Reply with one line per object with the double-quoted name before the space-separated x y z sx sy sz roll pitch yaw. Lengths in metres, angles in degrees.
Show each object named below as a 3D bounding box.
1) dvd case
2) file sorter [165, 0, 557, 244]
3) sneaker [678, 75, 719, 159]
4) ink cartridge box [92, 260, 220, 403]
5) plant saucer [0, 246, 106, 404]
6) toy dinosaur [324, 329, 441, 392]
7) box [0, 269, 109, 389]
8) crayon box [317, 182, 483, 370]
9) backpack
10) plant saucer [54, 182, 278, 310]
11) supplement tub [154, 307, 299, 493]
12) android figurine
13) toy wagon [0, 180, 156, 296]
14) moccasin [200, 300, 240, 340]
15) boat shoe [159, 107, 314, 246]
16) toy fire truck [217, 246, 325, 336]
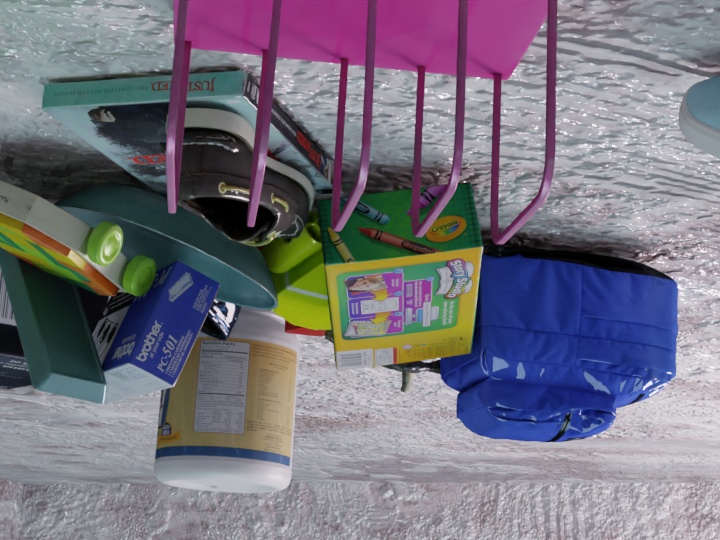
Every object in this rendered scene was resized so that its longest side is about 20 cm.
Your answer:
"dvd case" -0.110 -0.090 0.950 0.145 0.022 0.200 -1 166 16
"file sorter" -0.004 -0.091 0.717 0.199 0.126 0.139 5 166 -6
"sneaker" 0.277 -0.106 0.754 0.199 0.074 0.082 3 136 22
"ink cartridge box" -0.186 0.056 1.143 0.044 0.094 0.200 30 159 -19
"plant saucer" -0.260 0.023 1.124 0.070 0.200 0.019 19 124 -44
"toy dinosaur" 0.039 0.077 1.298 0.088 0.048 0.200 -3 157 27
"box" -0.376 0.039 1.310 0.196 0.118 0.200 15 163 -38
"crayon box" 0.031 0.010 1.078 0.118 0.059 0.200 -7 153 -2
"backpack" 0.183 0.071 1.227 0.199 0.169 0.162 2 172 -12
"plant saucer" -0.153 -0.024 1.100 0.199 0.036 0.200 20 168 5
"supplement tub" -0.139 0.128 1.432 0.144 0.201 0.145 3 165 1
"android figurine" 0.000 0.000 1.158 0.181 0.041 0.200 14 148 -36
"toy wagon" -0.238 -0.020 1.078 0.155 0.040 0.200 21 166 21
"moccasin" -0.183 0.019 1.285 0.080 0.069 0.199 -11 158 44
"boat shoe" -0.084 -0.050 0.934 0.071 0.061 0.201 -1 165 17
"toy fire truck" -0.082 0.016 1.293 0.199 0.049 0.141 13 162 -34
